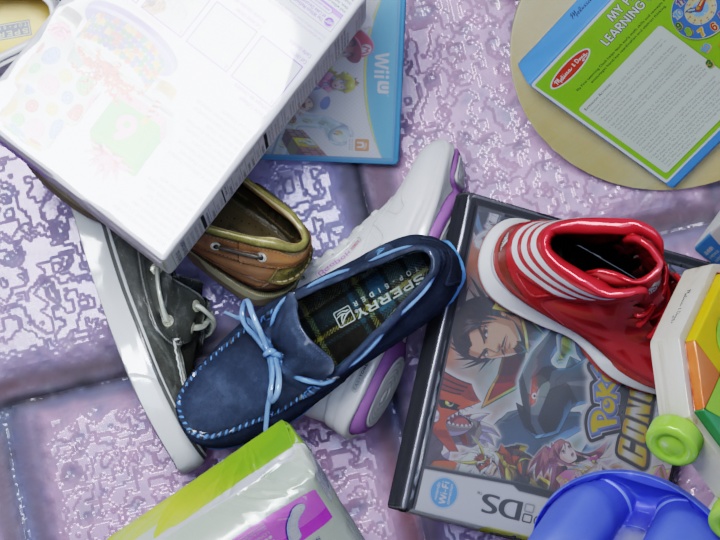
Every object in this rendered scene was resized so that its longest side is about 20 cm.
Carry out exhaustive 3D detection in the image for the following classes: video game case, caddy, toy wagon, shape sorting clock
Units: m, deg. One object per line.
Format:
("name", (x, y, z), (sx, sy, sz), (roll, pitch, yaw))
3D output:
("video game case", (-0.072, -0.130, 1.638), (0.198, 0.144, 0.018), (2, 40, 0))
("caddy", (0.160, 0.219, 1.576), (0.140, 0.105, 0.201), (13, 119, 23))
("toy wagon", (0.243, 0.089, 1.553), (0.200, 0.039, 0.156), (51, 48, -23))
("video game case", (0.122, 0.071, 1.629), (0.180, 0.025, 0.202), (15, 83, -20))
("shape sorting clock", (0.193, -0.140, 1.635), (0.198, 0.039, 0.201), (0, 125, 0))

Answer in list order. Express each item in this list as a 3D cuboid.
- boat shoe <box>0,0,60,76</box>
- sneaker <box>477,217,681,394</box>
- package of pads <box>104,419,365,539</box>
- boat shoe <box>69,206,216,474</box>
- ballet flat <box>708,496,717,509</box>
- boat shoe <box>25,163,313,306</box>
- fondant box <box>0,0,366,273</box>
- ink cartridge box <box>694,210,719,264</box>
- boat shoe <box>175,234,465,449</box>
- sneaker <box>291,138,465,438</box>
("boat shoe", (-0.284, -0.139, 1.652), (0.200, 0.086, 0.075), (-11, 84, -2))
("sneaker", (0.176, 0.025, 1.577), (0.199, 0.115, 0.079), (20, 80, -19))
("package of pads", (-0.087, 0.206, 1.585), (0.199, 0.155, 0.068), (-33, 42, -4))
("boat shoe", (-0.126, 0.027, 1.642), (0.063, 0.071, 0.201), (-20, 82, -1))
("ballet flat", (0.233, 0.186, 1.628), (0.069, 0.069, 0.201), (23, 84, 2))
("boat shoe", (-0.116, -0.056, 1.607), (0.199, 0.068, 0.072), (27, 62, 0))
("fondant box", (-0.111, -0.122, 1.549), (0.144, 0.058, 0.200), (37, 82, 5))
("ink cartridge box", (0.314, 0.011, 1.622), (0.200, 0.116, 0.067), (37, 81, 3))
("boat shoe", (-0.033, 0.034, 1.573), (0.200, 0.069, 0.084), (-39, 78, 5))
("sneaker", (0.000, 0.000, 1.644), (0.099, 0.075, 0.201), (21, 76, 18))
